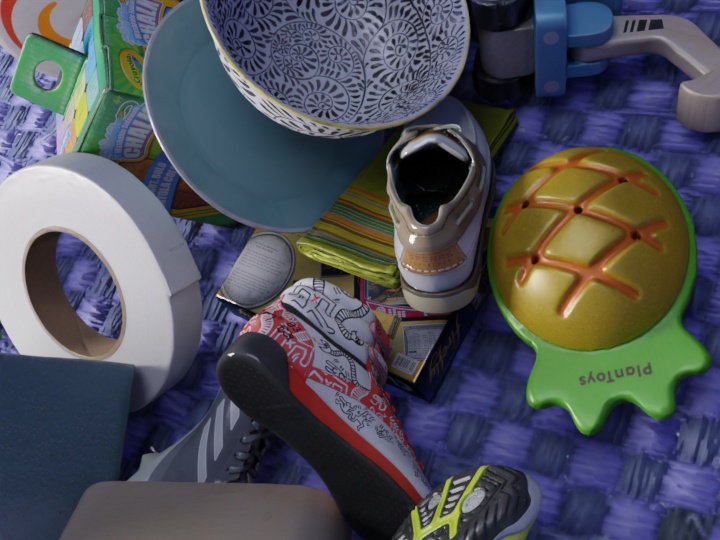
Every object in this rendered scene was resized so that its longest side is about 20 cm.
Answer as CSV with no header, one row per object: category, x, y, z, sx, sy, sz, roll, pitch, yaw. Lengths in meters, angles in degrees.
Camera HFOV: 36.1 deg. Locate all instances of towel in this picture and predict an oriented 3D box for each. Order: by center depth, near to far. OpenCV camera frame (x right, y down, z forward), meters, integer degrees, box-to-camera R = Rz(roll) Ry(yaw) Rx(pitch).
towel,0.039,-0.068,0.819,0.085,0.018,0.201,19,51,24

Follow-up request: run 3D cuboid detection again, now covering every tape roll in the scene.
tape roll,-0.207,0.012,0.844,0.200,0.207,0.037,9,25,31

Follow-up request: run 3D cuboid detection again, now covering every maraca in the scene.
maraca,0.151,0.006,0.708,0.135,0.107,0.203,-15,57,16

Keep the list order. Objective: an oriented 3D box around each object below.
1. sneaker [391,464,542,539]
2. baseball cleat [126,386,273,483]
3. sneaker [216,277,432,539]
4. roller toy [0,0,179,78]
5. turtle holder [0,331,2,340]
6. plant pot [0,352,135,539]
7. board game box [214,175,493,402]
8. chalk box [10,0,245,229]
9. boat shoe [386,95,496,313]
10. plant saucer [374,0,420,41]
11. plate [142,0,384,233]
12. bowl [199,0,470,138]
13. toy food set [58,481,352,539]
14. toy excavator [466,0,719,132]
sneaker,0.045,0.197,0.646,0.201,0.076,0.076,-53,11,19
baseball cleat,-0.084,0.135,0.783,0.200,0.069,0.107,-45,57,11
sneaker,0.007,0.095,0.723,0.067,0.201,0.108,-41,5,44
roller toy,-0.261,-0.283,1.046,0.179,0.201,0.142,4,57,-12
turtle holder,-0.395,-0.003,0.956,0.183,0.144,0.131,-18,24,-31
plant pot,-0.294,0.166,0.777,0.193,0.195,0.204,-8,78,36
board game box,0.000,0.000,0.834,0.198,0.035,0.137,21,73,35
chalk box,-0.173,-0.133,0.879,0.125,0.197,0.126,-52,40,42
boat shoe,0.055,-0.066,0.751,0.073,0.069,0.202,-7,42,7
plant saucer,0.018,-0.257,0.904,0.200,0.050,0.203,-47,32,42
plate,-0.072,-0.118,0.828,0.026,0.197,0.204,-34,39,54
bowl,-0.028,-0.168,0.794,0.197,0.094,0.204,8,64,-16
toy food set,-0.109,0.200,0.680,0.196,0.061,0.144,-1,28,9
toy excavator,0.178,-0.182,0.822,0.196,0.101,0.197,-6,53,7
